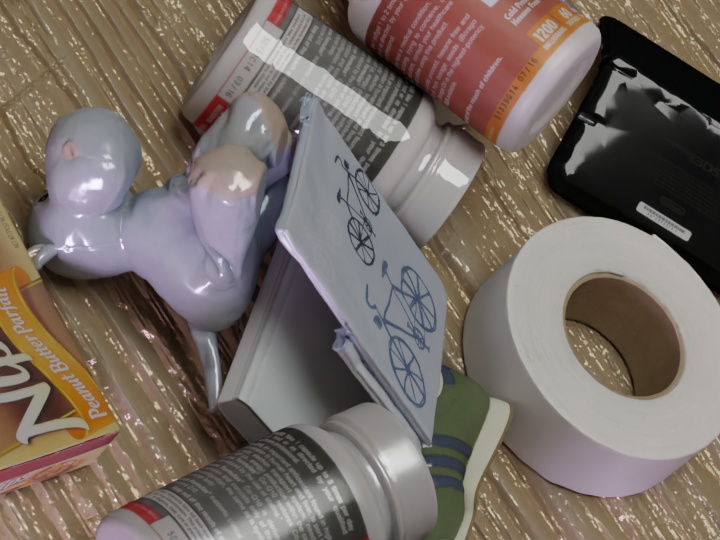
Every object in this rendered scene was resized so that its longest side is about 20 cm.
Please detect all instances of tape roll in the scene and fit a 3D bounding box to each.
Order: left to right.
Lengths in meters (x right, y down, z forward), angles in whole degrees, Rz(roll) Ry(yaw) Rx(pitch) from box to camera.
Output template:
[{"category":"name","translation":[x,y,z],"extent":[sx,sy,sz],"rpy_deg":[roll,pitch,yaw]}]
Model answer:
[{"category":"tape roll","translation":[0.178,0.062,1.987],"extent":[0.202,0.071,0.203],"rpy_deg":[15,55,-22]}]

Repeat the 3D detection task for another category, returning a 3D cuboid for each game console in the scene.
[{"category":"game console","translation":[0.253,-0.090,2.162],"extent":[0.200,0.116,0.176],"rpy_deg":[30,80,-10]}]

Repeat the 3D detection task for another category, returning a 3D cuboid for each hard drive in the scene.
[{"category":"hard drive","translation":[-0.027,0.054,1.865],"extent":[0.132,0.026,0.200],"rpy_deg":[50,42,-33]}]

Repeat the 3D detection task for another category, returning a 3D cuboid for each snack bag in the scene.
[{"category":"snack bag","translation":[0.000,0.000,1.829],"extent":[0.200,0.021,0.189],"rpy_deg":[55,23,-26]}]

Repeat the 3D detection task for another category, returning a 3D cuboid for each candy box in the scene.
[{"category":"candy box","translation":[-0.255,0.046,1.750],"extent":[0.115,0.055,0.200],"rpy_deg":[-18,72,-37]}]

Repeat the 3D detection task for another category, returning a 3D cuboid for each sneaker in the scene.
[{"category":"sneaker","translation":[0.036,0.138,1.856],"extent":[0.090,0.067,0.200],"rpy_deg":[38,42,-12]}]

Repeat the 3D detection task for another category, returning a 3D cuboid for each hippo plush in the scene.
[{"category":"hippo plush","translation":[-0.140,-0.041,1.836],"extent":[0.161,0.200,0.159],"rpy_deg":[13,28,7]}]

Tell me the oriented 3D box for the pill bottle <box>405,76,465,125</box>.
[{"category":"pill bottle","translation":[0.053,-0.217,2.059],"extent":[0.114,0.114,0.200],"rpy_deg":[-8,66,-34]}]

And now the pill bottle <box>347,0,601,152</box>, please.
[{"category":"pill bottle","translation":[0.064,-0.185,1.934],"extent":[0.200,0.112,0.112],"rpy_deg":[38,49,9]}]

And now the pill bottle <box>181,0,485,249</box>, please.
[{"category":"pill bottle","translation":[-0.018,-0.105,1.947],"extent":[0.200,0.114,0.114],"rpy_deg":[34,50,-8]}]

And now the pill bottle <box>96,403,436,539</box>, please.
[{"category":"pill bottle","translation":[-0.057,0.168,1.721],"extent":[0.200,0.114,0.114],"rpy_deg":[-25,76,-26]}]
